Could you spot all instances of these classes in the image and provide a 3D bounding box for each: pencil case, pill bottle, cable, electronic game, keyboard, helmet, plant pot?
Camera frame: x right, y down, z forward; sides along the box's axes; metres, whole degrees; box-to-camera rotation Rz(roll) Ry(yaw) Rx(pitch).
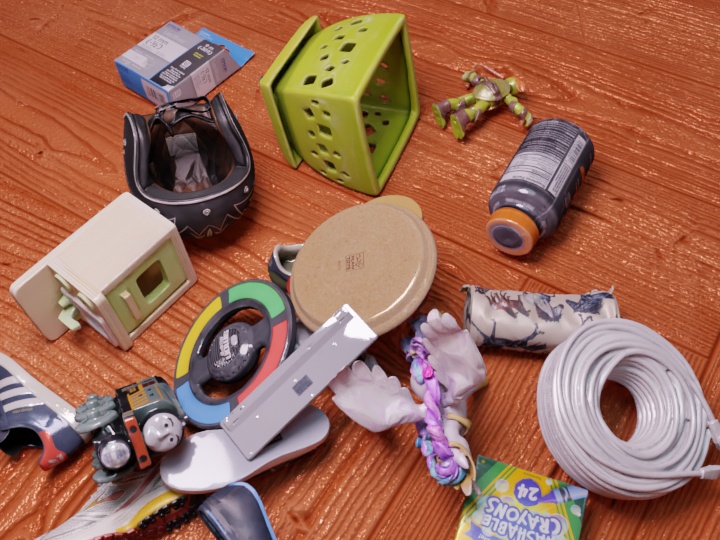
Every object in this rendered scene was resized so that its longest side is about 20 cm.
[{"bbox_3d":[0.226,0.061,0.933,0.199,0.078,0.090,4,56,7],"label":"pencil case"},{"bbox_3d":[0.249,-0.115,1.039,0.106,0.106,0.200,24,60,20],"label":"pill bottle"},{"bbox_3d":[0.296,0.155,0.825,0.199,0.069,0.201,-8,72,-19],"label":"cable"},{"bbox_3d":[-0.159,0.102,0.911,0.199,0.042,0.201,-21,51,28],"label":"electronic game"},{"bbox_3d":[-0.070,0.124,0.824,0.200,0.011,0.056,-44,76,-2],"label":"keyboard"},{"bbox_3d":[-0.242,-0.143,1.047,0.199,0.200,0.192,-15,99,-6],"label":"helmet"},{"bbox_3d":[-0.033,-0.261,1.116,0.181,0.200,0.199,14,57,21],"label":"plant pot"}]

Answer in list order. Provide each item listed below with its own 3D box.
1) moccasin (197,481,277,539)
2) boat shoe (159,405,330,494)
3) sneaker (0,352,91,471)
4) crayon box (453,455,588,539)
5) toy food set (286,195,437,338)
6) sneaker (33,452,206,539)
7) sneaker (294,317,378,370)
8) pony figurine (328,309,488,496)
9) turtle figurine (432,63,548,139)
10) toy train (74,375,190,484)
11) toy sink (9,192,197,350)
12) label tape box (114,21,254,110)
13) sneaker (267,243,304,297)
[{"bbox_3d":[-0.112,0.326,0.761,0.068,0.081,0.200,-16,64,-33],"label":"moccasin"},{"bbox_3d":[-0.131,0.213,0.851,0.199,0.066,0.070,-19,61,-22],"label":"boat shoe"},{"bbox_3d":[-0.432,0.174,0.908,0.199,0.075,0.085,27,57,21],"label":"sneaker"},{"bbox_3d":[0.158,0.314,0.777,0.125,0.052,0.201,14,58,14],"label":"crayon box"},{"bbox_3d":[0.000,0.000,0.897,0.197,0.049,0.201,-26,54,8],"label":"toy food set"},{"bbox_3d":[-0.281,0.278,0.831,0.199,0.078,0.082,-22,51,-22],"label":"sneaker"},{"bbox_3d":[-0.040,0.128,0.913,0.115,0.075,0.200,-21,51,-8],"label":"sneaker"},{"bbox_3d":[0.081,0.130,0.817,0.166,0.193,0.200,-30,17,20],"label":"pony figurine"},{"bbox_3d":[0.209,-0.272,1.178,0.161,0.065,0.200,-30,58,-16],"label":"turtle figurine"},{"bbox_3d":[-0.260,0.175,0.837,0.114,0.200,0.086,-21,98,-20],"label":"toy train"},{"bbox_3d":[-0.333,0.020,0.977,0.112,0.131,0.200,32,62,24],"label":"toy sink"},{"bbox_3d":[-0.309,-0.377,1.295,0.143,0.066,0.200,32,65,24],"label":"label tape box"},{"bbox_3d":[-0.030,0.001,0.989,0.199,0.090,0.067,2,54,6],"label":"sneaker"}]
